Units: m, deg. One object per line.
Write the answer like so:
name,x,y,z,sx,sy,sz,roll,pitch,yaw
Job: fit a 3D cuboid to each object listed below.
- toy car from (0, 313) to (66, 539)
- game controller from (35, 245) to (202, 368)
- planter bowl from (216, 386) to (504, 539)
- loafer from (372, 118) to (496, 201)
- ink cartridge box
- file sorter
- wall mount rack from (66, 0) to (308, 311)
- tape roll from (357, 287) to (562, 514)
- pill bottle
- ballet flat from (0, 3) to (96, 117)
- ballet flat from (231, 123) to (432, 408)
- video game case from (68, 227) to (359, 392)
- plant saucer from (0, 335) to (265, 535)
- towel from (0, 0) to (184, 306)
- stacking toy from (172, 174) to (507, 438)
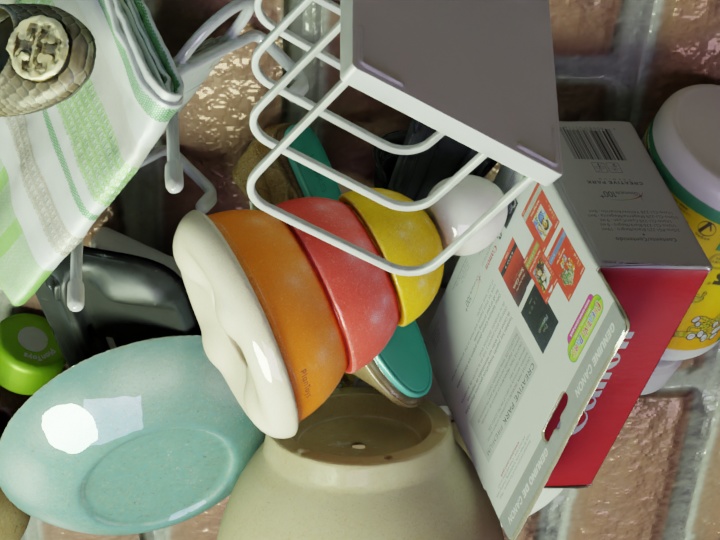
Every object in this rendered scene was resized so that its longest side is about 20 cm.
toy car,-0.286,0.146,1.490,0.157,0.201,0.165,12,134,-15
game controller,-0.149,0.045,1.426,0.104,0.042,0.200,2,149,9
planter bowl,0.000,0.158,1.404,0.199,0.200,0.136,-1,112,-2
loafer,0.039,-0.060,1.401,0.070,0.068,0.201,40,138,7
ink cartridge box,0.129,0.039,1.348,0.083,0.176,0.201,0,135,-25
file sorter,0.017,-0.122,1.234,0.138,0.201,0.124,25,134,-27
wall mount rack,-0.117,-0.067,1.307,0.075,0.174,0.200,46,127,5
tape roll,0.058,0.105,1.560,0.201,0.071,0.203,-2,136,-2
pill bottle,0.205,-0.014,1.415,0.112,0.113,0.200,12,134,-15
ballet flat,-0.242,-0.130,1.262,0.199,0.068,0.046,9,167,28
ballet flat,-0.025,0.004,1.400,0.072,0.068,0.201,-27,94,35
video game case,-0.105,0.076,1.503,0.199,0.023,0.183,24,135,7
plant saucer,-0.137,0.122,1.431,0.200,0.039,0.202,-14,141,-12
towel,-0.184,-0.094,1.289,0.031,0.150,0.200,2,142,-42
stacking toy,0.000,0.000,1.315,0.199,0.146,0.147,-24,138,-13
